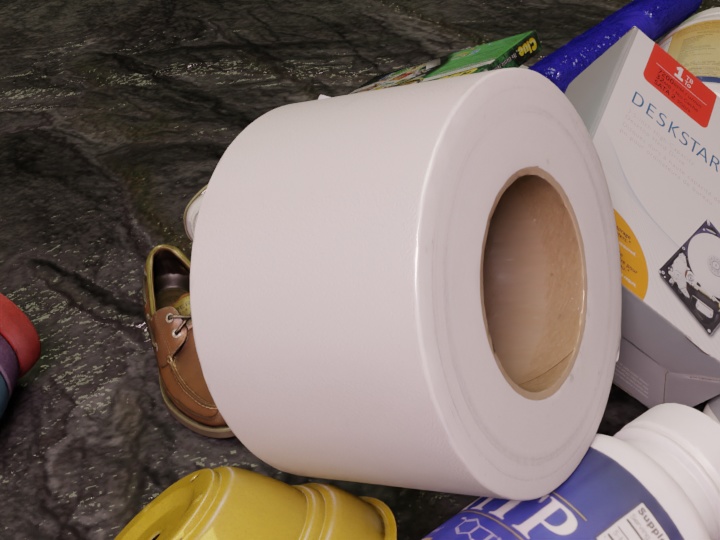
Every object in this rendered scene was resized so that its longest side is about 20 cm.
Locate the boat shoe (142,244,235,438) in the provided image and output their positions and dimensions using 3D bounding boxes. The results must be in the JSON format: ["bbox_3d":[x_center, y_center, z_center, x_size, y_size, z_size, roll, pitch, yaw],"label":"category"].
[{"bbox_3d":[-0.132,0.050,0.839,0.071,0.069,0.200,-21,36,-19],"label":"boat shoe"}]

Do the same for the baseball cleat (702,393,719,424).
[{"bbox_3d":[0.267,0.050,0.700,0.069,0.107,0.201,28,44,-7],"label":"baseball cleat"}]

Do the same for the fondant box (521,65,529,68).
[{"bbox_3d":[0.100,-0.139,1.070,0.198,0.059,0.144,-26,36,-21],"label":"fondant box"}]

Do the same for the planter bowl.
[{"bbox_3d":[-0.083,0.162,0.555,0.200,0.084,0.201,-39,13,10],"label":"planter bowl"}]

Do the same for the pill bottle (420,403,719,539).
[{"bbox_3d":[0.113,0.156,0.567,0.199,0.121,0.119,-28,37,-26],"label":"pill bottle"}]

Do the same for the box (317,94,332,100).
[{"bbox_3d":[0.022,-0.016,0.807,0.199,0.097,0.178,22,78,38],"label":"box"}]

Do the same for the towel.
[{"bbox_3d":[0.190,-0.183,0.954,0.199,0.050,0.147,-35,0,-29],"label":"towel"}]

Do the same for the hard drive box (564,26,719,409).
[{"bbox_3d":[0.188,-0.034,0.714,0.155,0.077,0.201,36,53,-10],"label":"hard drive box"}]

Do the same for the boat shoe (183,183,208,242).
[{"bbox_3d":[-0.059,-0.056,0.973,0.197,0.076,0.069,-14,28,-8],"label":"boat shoe"}]

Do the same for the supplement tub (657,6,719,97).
[{"bbox_3d":[0.297,-0.126,0.918,0.142,0.146,0.201,6,36,23],"label":"supplement tub"}]

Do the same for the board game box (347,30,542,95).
[{"bbox_3d":[0.059,-0.170,0.997,0.199,0.024,0.105,-5,24,47],"label":"board game box"}]

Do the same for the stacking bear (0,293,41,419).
[{"bbox_3d":[-0.324,0.108,0.776,0.112,0.122,0.201,-1,43,26],"label":"stacking bear"}]

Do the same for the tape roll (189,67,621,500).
[{"bbox_3d":[0.031,0.008,0.555,0.138,0.205,0.203,-3,31,38],"label":"tape roll"}]
